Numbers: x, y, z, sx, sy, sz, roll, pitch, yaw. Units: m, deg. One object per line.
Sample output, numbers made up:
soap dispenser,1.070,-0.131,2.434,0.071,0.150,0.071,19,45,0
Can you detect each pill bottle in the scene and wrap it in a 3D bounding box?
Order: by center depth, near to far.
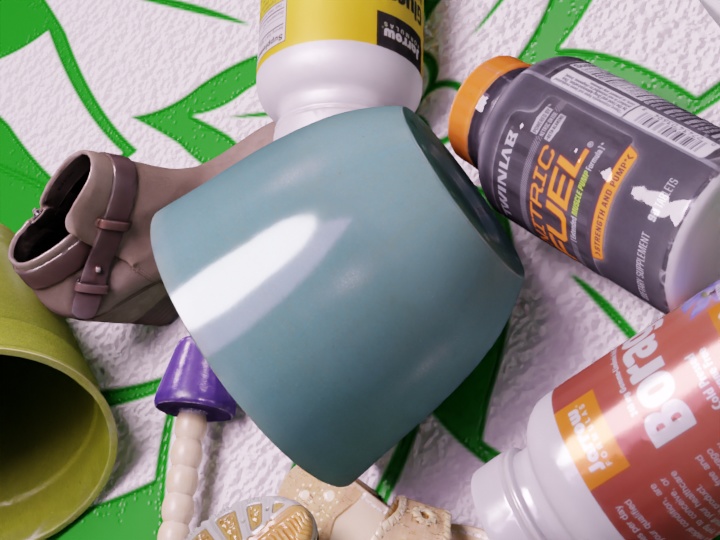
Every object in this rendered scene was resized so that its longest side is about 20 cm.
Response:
pill bottle,0.161,0.091,0.887,0.199,0.112,0.113,-36,54,17
pill bottle,0.140,-0.058,0.971,0.199,0.106,0.107,34,91,40
pill bottle,-0.013,-0.159,1.117,0.112,0.112,0.202,-13,64,30

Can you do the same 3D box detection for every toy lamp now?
toy lamp,-0.116,0.144,1.097,0.058,0.058,0.202,-5,70,33

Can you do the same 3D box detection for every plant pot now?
plant pot,0.000,0.000,0.991,0.160,0.200,0.202,-35,54,12
plant pot,-0.284,0.064,1.176,0.200,0.200,0.194,-38,42,15

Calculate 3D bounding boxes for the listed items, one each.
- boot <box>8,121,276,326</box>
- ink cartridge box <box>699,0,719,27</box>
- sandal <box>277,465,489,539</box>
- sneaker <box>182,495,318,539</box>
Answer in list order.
boot,-0.140,-0.045,1.135,0.201,0.146,0.070,-54,49,3
ink cartridge box,0.299,-0.135,0.906,0.147,0.083,0.200,-45,51,9
sandal,0.015,0.166,0.984,0.211,0.069,0.078,24,85,39
sneaker,-0.088,0.224,1.022,0.200,0.088,0.076,-48,42,6
